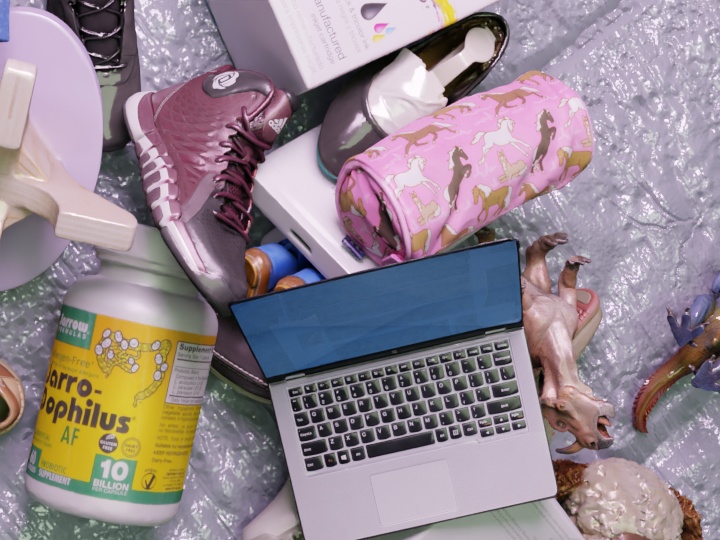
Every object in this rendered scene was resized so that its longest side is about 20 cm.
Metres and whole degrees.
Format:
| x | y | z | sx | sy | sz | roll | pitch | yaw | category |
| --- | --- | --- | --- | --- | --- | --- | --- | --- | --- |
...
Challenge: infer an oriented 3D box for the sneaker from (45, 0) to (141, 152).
| x | y | z | sx | sy | sz | roll | pitch | yaw | category |
| --- | --- | --- | --- | --- | --- | --- | --- | --- | --- |
| -0.191 | -0.184 | 0.920 | 0.075 | 0.091 | 0.202 | -11 | 97 | -21 | sneaker |

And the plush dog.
| x | y | z | sx | sy | sz | roll | pitch | yaw | category |
| --- | --- | --- | --- | --- | --- | --- | --- | --- | --- |
| 0.204 | 0.235 | 1.062 | 0.199 | 0.160 | 0.173 | 22 | 62 | -19 | plush dog |

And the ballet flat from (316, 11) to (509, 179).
| x | y | z | sx | sy | sz | roll | pitch | yaw | category |
| --- | --- | --- | --- | --- | --- | --- | --- | --- | --- |
| 0.044 | -0.138 | 0.949 | 0.068 | 0.068 | 0.200 | 51 | 53 | -9 | ballet flat |

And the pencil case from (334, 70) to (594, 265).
| x | y | z | sx | sy | sz | roll | pitch | yaw | category |
| --- | --- | --- | --- | --- | --- | --- | --- | --- | --- |
| 0.076 | -0.070 | 0.909 | 0.199 | 0.083 | 0.087 | -30 | 141 | -32 | pencil case |

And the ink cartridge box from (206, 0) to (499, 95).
| x | y | z | sx | sy | sz | roll | pitch | yaw | category |
| --- | --- | --- | --- | --- | --- | --- | --- | --- | --- |
| -0.003 | -0.231 | 0.954 | 0.199 | 0.146 | 0.148 | -28 | 101 | -17 | ink cartridge box |

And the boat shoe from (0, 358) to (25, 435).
| x | y | z | sx | sy | sz | roll | pitch | yaw | category |
| --- | --- | --- | --- | --- | --- | --- | --- | --- | --- |
| -0.323 | 0.063 | 0.892 | 0.199 | 0.074 | 0.076 | 19 | 86 | -19 | boat shoe |

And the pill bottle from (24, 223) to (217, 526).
| x | y | z | sx | sy | sz | roll | pitch | yaw | category |
| --- | --- | --- | --- | --- | --- | --- | --- | --- | --- |
| -0.164 | 0.070 | 0.929 | 0.112 | 0.113 | 0.202 | 13 | 88 | -19 | pill bottle |

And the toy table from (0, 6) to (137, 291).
| x | y | z | sx | sy | sz | roll | pitch | yaw | category |
| --- | --- | --- | --- | --- | --- | --- | --- | --- | --- |
| -0.239 | -0.063 | 0.862 | 0.182 | 0.117 | 0.202 | 2 | 112 | -10 | toy table |

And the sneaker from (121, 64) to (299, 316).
| x | y | z | sx | sy | sz | roll | pitch | yaw | category |
| --- | --- | --- | --- | --- | --- | --- | --- | --- | --- |
| -0.084 | -0.071 | 0.870 | 0.115 | 0.201 | 0.076 | -28 | 144 | 4 | sneaker |

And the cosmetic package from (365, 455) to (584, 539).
| x | y | z | sx | sy | sz | roll | pitch | yaw | category |
| --- | --- | --- | --- | --- | --- | --- | --- | --- | --- |
| 0.056 | 0.217 | 0.996 | 0.199 | 0.081 | 0.113 | -37 | 119 | 2 | cosmetic package |

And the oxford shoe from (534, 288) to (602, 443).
| x | y | z | sx | sy | sz | roll | pitch | yaw | category |
| --- | --- | --- | --- | --- | --- | --- | --- | --- | --- |
| 0.135 | 0.103 | 1.065 | 0.074 | 0.071 | 0.200 | 42 | 88 | -23 | oxford shoe |

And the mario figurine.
| x | y | z | sx | sy | sz | roll | pitch | yaw | category |
| --- | --- | --- | --- | --- | --- | --- | --- | --- | --- |
| 0.000 | 0.000 | 0.989 | 0.199 | 0.106 | 0.124 | -27 | 85 | -38 | mario figurine |

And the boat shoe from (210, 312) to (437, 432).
| x | y | z | sx | sy | sz | roll | pitch | yaw | category |
| --- | --- | --- | --- | --- | --- | --- | --- | --- | --- |
| -0.029 | 0.072 | 0.968 | 0.200 | 0.066 | 0.072 | 25 | 67 | 5 | boat shoe |

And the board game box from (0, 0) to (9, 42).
| x | y | z | sx | sy | sz | roll | pitch | yaw | category |
| --- | --- | --- | --- | --- | --- | --- | --- | --- | --- |
| -0.311 | -0.212 | 0.837 | 0.034 | 0.199 | 0.137 | -3 | 94 | -64 | board game box |

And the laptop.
| x | y | z | sx | sy | sz | roll | pitch | yaw | category |
| --- | --- | --- | --- | --- | --- | --- | --- | --- | --- |
| 0.029 | 0.090 | 0.871 | 0.186 | 0.116 | 0.202 | -12 | 96 | 3 | laptop |

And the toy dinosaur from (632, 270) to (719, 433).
| x | y | z | sx | sy | sz | roll | pitch | yaw | category |
| --- | --- | --- | --- | --- | --- | --- | --- | --- | --- |
| 0.316 | 0.022 | 1.131 | 0.105 | 0.200 | 0.181 | 51 | 41 | -1 | toy dinosaur |

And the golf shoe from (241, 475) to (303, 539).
| x | y | z | sx | sy | sz | roll | pitch | yaw | category |
| --- | --- | --- | --- | --- | --- | --- | --- | --- | --- |
| -0.027 | 0.142 | 1.015 | 0.200 | 0.078 | 0.097 | -38 | 81 | -16 | golf shoe |

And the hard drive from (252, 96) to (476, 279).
| x | y | z | sx | sy | sz | roll | pitch | yaw | category |
| --- | --- | --- | --- | --- | --- | --- | --- | --- | --- |
| 0.027 | -0.067 | 0.960 | 0.200 | 0.027 | 0.132 | -34 | 70 | -34 | hard drive |

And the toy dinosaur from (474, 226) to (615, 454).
| x | y | z | sx | sy | sz | roll | pitch | yaw | category |
| --- | --- | --- | --- | --- | --- | --- | --- | --- | --- |
| 0.121 | 0.046 | 1.003 | 0.085 | 0.200 | 0.137 | -1 | 114 | -15 | toy dinosaur |
